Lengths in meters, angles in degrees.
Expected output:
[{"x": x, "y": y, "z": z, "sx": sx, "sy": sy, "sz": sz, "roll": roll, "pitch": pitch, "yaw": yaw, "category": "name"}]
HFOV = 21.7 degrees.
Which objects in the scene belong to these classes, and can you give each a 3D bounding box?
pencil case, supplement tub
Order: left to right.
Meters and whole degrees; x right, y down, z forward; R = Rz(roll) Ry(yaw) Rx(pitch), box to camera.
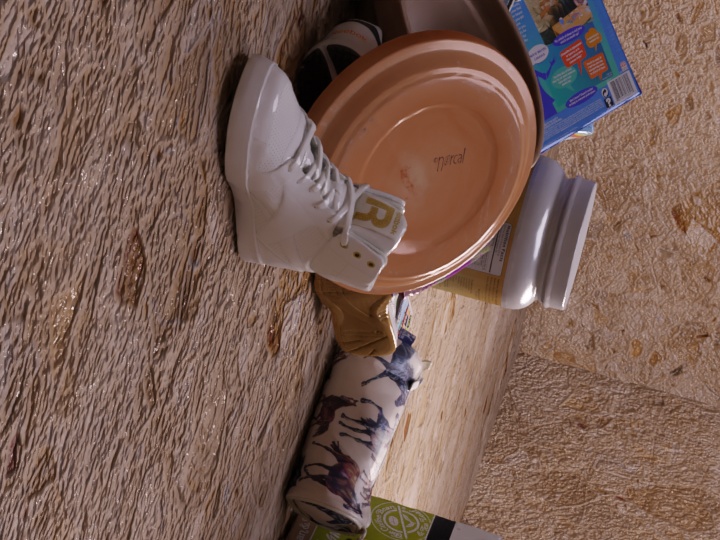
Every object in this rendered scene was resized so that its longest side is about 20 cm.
[{"x": -0.002, "y": 0.149, "z": 1.732, "sx": 0.078, "sy": 0.089, "sz": 0.202, "roll": 90, "pitch": 18, "yaw": -61, "category": "pencil case"}, {"x": 0.109, "y": -0.048, "z": 1.746, "sx": 0.145, "sy": 0.198, "sz": 0.146, "roll": 15, "pitch": 90, "yaw": -81, "category": "supplement tub"}]

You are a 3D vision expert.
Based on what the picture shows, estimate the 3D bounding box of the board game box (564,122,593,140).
[{"x": 0.151, "y": -0.227, "z": 1.769, "sx": 0.103, "sy": 0.104, "sz": 0.203, "roll": -7, "pitch": -99, "yaw": 62, "category": "board game box"}]

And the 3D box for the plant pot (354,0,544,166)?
[{"x": 0.051, "y": -0.152, "z": 1.439, "sx": 0.201, "sy": 0.092, "sz": 0.202, "roll": 40, "pitch": 38, "yaw": -40, "category": "plant pot"}]

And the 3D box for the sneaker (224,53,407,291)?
[{"x": -0.022, "y": -0.058, "z": 1.193, "sx": 0.201, "sy": 0.114, "sz": 0.074, "roll": 86, "pitch": 23, "yaw": -61, "category": "sneaker"}]

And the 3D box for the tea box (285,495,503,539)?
[{"x": 0.011, "y": 0.325, "z": 1.748, "sx": 0.200, "sy": 0.195, "sz": 0.135, "roll": -61, "pitch": 164, "yaw": -59, "category": "tea box"}]

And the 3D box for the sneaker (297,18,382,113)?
[{"x": -0.009, "y": -0.089, "z": 1.361, "sx": 0.080, "sy": 0.073, "sz": 0.202, "roll": -66, "pitch": 168, "yaw": -54, "category": "sneaker"}]

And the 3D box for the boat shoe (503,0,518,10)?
[{"x": 0.099, "y": -0.235, "z": 1.541, "sx": 0.062, "sy": 0.074, "sz": 0.202, "roll": -24, "pitch": 131, "yaw": -69, "category": "boat shoe"}]

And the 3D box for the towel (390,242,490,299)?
[{"x": 0.062, "y": -0.064, "z": 1.566, "sx": 0.200, "sy": 0.023, "sz": 0.145, "roll": -24, "pitch": 113, "yaw": -62, "category": "towel"}]

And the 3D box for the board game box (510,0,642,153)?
[{"x": 0.152, "y": -0.216, "z": 1.681, "sx": 0.151, "sy": 0.045, "sz": 0.202, "roll": -29, "pitch": 101, "yaw": -30, "category": "board game box"}]

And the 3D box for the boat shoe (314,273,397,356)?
[{"x": 0.000, "y": 0.000, "z": 1.597, "sx": 0.201, "sy": 0.070, "sz": 0.070, "roll": 87, "pitch": 8, "yaw": -60, "category": "boat shoe"}]

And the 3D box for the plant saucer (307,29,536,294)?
[{"x": 0.040, "y": -0.070, "z": 1.319, "sx": 0.032, "sy": 0.198, "sz": 0.202, "roll": 45, "pitch": -45, "yaw": 46, "category": "plant saucer"}]

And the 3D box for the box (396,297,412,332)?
[{"x": 0.007, "y": 0.119, "z": 1.911, "sx": 0.110, "sy": 0.034, "sz": 0.202, "roll": 70, "pitch": 35, "yaw": -74, "category": "box"}]
